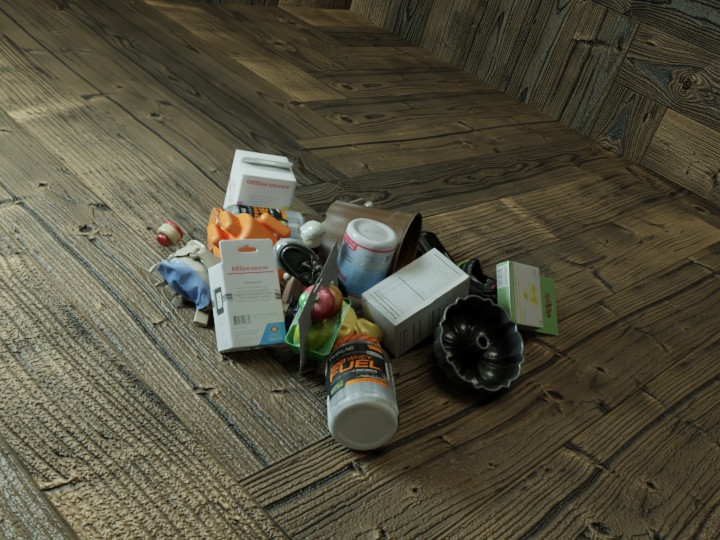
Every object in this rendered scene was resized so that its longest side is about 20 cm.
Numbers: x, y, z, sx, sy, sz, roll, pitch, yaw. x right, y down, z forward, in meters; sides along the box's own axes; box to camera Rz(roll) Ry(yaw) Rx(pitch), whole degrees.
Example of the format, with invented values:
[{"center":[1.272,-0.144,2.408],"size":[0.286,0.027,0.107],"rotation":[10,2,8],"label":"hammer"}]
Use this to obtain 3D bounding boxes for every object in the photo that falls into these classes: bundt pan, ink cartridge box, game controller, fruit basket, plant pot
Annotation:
[{"center":[0.227,0.155,1.600],"size":[0.202,0.076,0.202],"rotation":[12,63,-24],"label":"bundt pan"},{"center":[0.398,0.067,1.822],"size":[0.200,0.048,0.146],"rotation":[11,71,-33],"label":"ink cartridge box"},{"center":[0.188,-0.025,1.955],"size":[0.104,0.042,0.200],"rotation":[8,42,-46],"label":"game controller"},{"center":[-0.083,0.069,1.452],"size":[0.094,0.200,0.185],"rotation":[15,56,14],"label":"fruit basket"},{"center":[-0.215,0.046,1.489],"size":[0.116,0.067,0.200],"rotation":[-3,80,-33],"label":"ink cartridge box"},{"center":[0.017,-0.065,1.815],"size":[0.198,0.200,0.200],"rotation":[18,29,15],"label":"plant pot"},{"center":[-0.234,-0.180,1.840],"size":[0.128,0.200,0.125],"rotation":[6,32,-22],"label":"ink cartridge box"}]

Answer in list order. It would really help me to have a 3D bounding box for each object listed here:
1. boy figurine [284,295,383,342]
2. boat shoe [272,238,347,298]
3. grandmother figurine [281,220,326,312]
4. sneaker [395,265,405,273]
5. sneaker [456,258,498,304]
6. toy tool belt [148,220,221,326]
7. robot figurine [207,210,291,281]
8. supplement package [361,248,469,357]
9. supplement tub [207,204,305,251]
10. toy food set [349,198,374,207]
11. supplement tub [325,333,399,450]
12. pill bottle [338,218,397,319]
[{"center":[-0.053,0.106,1.600],"size":[0.200,0.064,0.124],"rotation":[16,33,-7],"label":"boy figurine"},{"center":[-0.093,0.008,1.561],"size":[0.066,0.070,0.200],"rotation":[31,-12,47],"label":"boat shoe"},{"center":[-0.114,-0.014,1.628],"size":[0.061,0.200,0.121],"rotation":[22,30,6],"label":"grandmother figurine"},{"center":[0.151,0.038,1.785],"size":[0.104,0.060,0.200],"rotation":[18,-1,23],"label":"sneaker"},{"center":[0.287,0.061,1.811],"size":[0.077,0.084,0.200],"rotation":[-20,73,-49],"label":"sneaker"},{"center":[-0.342,0.007,1.539],"size":[0.200,0.125,0.123],"rotation":[42,60,-3],"label":"toy tool belt"},{"center":[-0.221,-0.040,1.637],"size":[0.117,0.144,0.200],"rotation":[-3,-34,47],"label":"robot figurine"},{"center":[0.114,0.065,1.641],"size":[0.200,0.110,0.114],"rotation":[-31,53,-22],"label":"supplement package"},{"center":[-0.231,-0.080,1.754],"size":[0.200,0.123,0.123],"rotation":[5,32,-22],"label":"supplement tub"},{"center":[0.040,-0.118,2.032],"size":[0.200,0.060,0.143],"rotation":[33,32,24],"label":"toy food set"},{"center":[0.000,0.208,1.399],"size":[0.122,0.123,0.200],"rotation":[11,30,-12],"label":"supplement tub"},{"center":[0.000,0.000,1.668],"size":[0.109,0.200,0.109],"rotation":[14,29,-8],"label":"pill bottle"}]
